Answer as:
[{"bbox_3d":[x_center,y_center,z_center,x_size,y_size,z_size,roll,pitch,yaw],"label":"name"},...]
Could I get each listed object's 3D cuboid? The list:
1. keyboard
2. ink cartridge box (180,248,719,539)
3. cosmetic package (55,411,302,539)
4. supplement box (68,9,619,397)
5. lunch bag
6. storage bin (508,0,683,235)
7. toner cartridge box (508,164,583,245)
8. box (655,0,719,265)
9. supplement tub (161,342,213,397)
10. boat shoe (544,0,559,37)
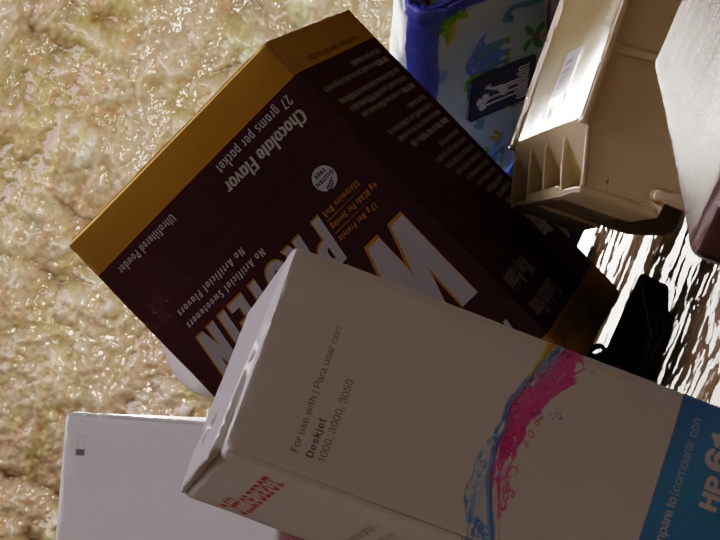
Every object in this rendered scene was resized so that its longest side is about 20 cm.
[{"bbox_3d":[0.104,0.094,1.334,0.127,0.021,0.200,-88,19,-67],"label":"keyboard"},{"bbox_3d":[0.042,0.073,1.050,0.145,0.200,0.085,132,157,-76],"label":"ink cartridge box"},{"bbox_3d":[-0.059,0.175,1.400,0.200,0.123,0.200,10,-96,-70],"label":"cosmetic package"},{"bbox_3d":[0.000,0.000,1.322,0.133,0.200,0.197,-44,0,14],"label":"supplement box"},{"bbox_3d":[0.075,-0.152,1.682,0.200,0.127,0.170,-54,-24,-38],"label":"lunch bag"},{"bbox_3d":[0.147,-0.113,1.253,0.200,0.093,0.199,172,117,-84],"label":"storage bin"},{"bbox_3d":[0.088,0.010,1.678,0.095,0.043,0.200,-77,8,-59],"label":"toner cartridge box"},{"bbox_3d":[0.156,-0.051,0.894,0.200,0.100,0.075,-84,15,-68],"label":"box"},{"bbox_3d":[0.000,0.011,1.546,0.132,0.200,0.132,-19,68,59],"label":"supplement tub"},{"bbox_3d":[0.154,-0.182,1.546,0.073,0.074,0.200,-80,10,-62],"label":"boat shoe"}]
